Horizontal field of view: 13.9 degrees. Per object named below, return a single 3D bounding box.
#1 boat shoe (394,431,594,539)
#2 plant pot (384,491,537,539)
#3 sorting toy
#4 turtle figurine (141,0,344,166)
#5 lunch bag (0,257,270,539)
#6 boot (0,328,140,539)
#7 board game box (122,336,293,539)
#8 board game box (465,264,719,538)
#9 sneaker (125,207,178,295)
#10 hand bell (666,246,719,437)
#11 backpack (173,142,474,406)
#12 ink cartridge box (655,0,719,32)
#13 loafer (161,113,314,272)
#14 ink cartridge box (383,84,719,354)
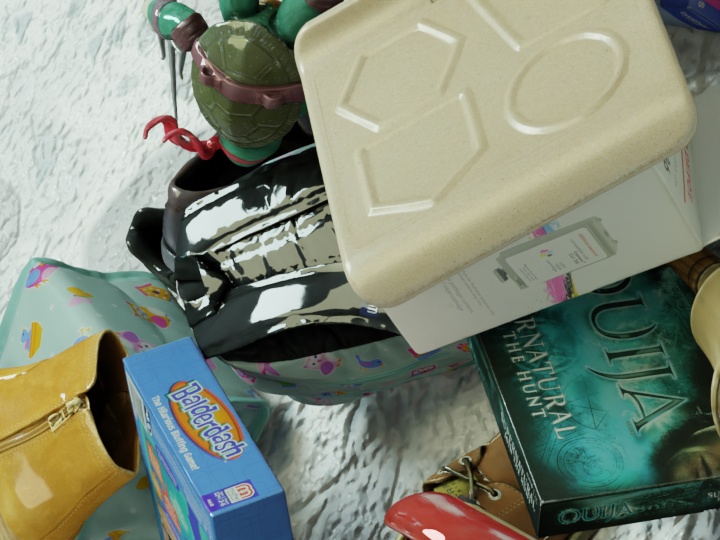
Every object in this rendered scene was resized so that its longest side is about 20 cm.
[{"bbox_3d":[0.068,0.130,1.545,0.201,0.068,0.072,-57,34,7],"label":"boat shoe"},{"bbox_3d":[0.056,0.217,1.398,0.200,0.200,0.183,27,85,55],"label":"plant pot"},{"bbox_3d":[0.063,-0.087,1.446,0.184,0.037,0.201,-29,43,13],"label":"sorting toy"},{"bbox_3d":[-0.048,-0.124,1.591,0.201,0.149,0.101,104,178,-46],"label":"turtle figurine"},{"bbox_3d":[-0.166,0.118,1.807,0.170,0.121,0.201,47,119,48],"label":"lunch bag"},{"bbox_3d":[-0.191,0.073,1.716,0.144,0.071,0.202,-41,51,26],"label":"boot"},{"bbox_3d":[-0.072,0.160,1.615,0.045,0.201,0.152,-18,37,-14],"label":"board game box"},{"bbox_3d":[0.126,0.042,1.481,0.028,0.134,0.201,93,164,-44],"label":"board game box"},{"bbox_3d":[-0.068,0.001,1.777,0.199,0.091,0.076,7,74,48],"label":"sneaker"},{"bbox_3d":[0.170,0.000,1.462,0.104,0.104,0.200,-55,37,12],"label":"hand bell"},{"bbox_3d":[0.000,0.000,1.639,0.199,0.127,0.168,-18,59,18],"label":"backpack"},{"bbox_3d":[0.172,-0.198,1.645,0.200,0.042,0.120,16,82,53],"label":"ink cartridge box"},{"bbox_3d":[-0.048,-0.074,1.752,0.072,0.063,0.200,20,48,27],"label":"loafer"},{"bbox_3d":[0.100,-0.050,1.455,0.199,0.068,0.117,-21,40,19],"label":"ink cartridge box"}]
